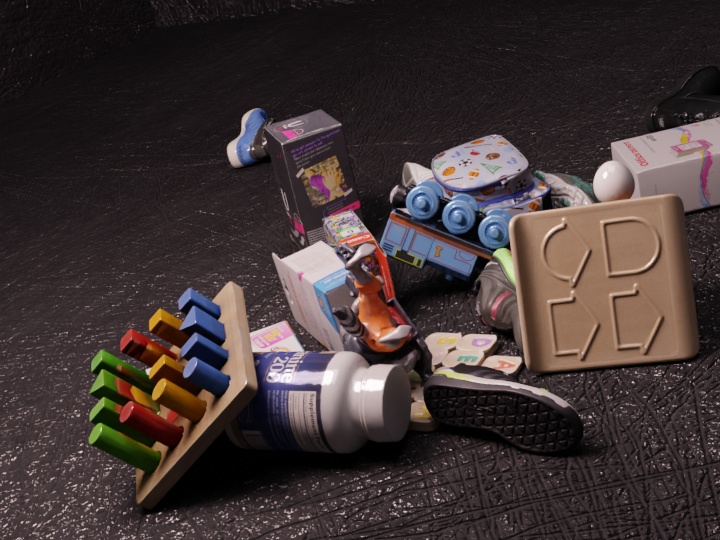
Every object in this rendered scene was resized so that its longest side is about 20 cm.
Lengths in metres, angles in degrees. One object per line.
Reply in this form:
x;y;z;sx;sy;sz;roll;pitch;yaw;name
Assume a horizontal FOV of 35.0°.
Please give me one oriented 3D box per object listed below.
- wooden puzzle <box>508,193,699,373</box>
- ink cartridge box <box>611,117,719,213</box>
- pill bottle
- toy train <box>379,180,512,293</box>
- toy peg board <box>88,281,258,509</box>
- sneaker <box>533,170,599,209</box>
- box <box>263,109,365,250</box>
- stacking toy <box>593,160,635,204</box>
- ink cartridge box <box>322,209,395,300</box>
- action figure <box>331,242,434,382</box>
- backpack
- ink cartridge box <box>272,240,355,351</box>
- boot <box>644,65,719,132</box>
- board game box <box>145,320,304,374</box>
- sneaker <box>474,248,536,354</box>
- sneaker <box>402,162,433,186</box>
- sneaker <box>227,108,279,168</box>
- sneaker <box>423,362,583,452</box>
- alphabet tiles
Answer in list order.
0.280;0.016;1.315;0.197;0.188;0.046;-7;3;11;wooden puzzle
0.485;-0.152;1.685;0.197;0.086;0.145;-14;23;2;ink cartridge box
-0.048;0.146;1.276;0.198;0.112;0.111;-2;26;26;pill bottle
0.124;-0.045;1.553;0.198;0.116;0.087;22;15;6;toy train
-0.221;0.119;1.284;0.199;0.097;0.201;-48;30;18;toy peg board
0.327;-0.100;1.676;0.090;0.079;0.200;-4;28;-17;sneaker
-0.071;-0.136;1.811;0.105;0.202;0.122;-18;23;-13;box
0.307;-0.034;1.371;0.144;0.202;0.146;-12;23;5;stacking toy
0.000;0.000;1.581;0.050;0.110;0.200;-17;23;-8;ink cartridge box
0.000;0.050;1.322;0.104;0.194;0.201;-30;67;-17;action figure
0.172;-0.096;1.668;0.189;0.155;0.200;-26;27;-4;backpack
-0.041;0.036;1.507;0.067;0.116;0.200;-25;25;-16;ink cartridge box
0.595;-0.280;1.926;0.197;0.074;0.162;-33;27;-23;boot
-0.164;0.140;1.446;0.198;0.041;0.153;-19;24;-11;board game box
0.192;0.053;1.428;0.084;0.077;0.201;-45;25;17;sneaker
0.124;-0.127;1.870;0.079;0.071;0.200;-5;23;-19;sneaker
-0.196;-0.284;2.366;0.110;0.077;0.201;-11;27;20;sneaker
0.159;0.133;1.232;0.198;0.073;0.083;13;31;36;sneaker
0.086;0.129;1.366;0.193;0.015;0.200;2;27;32;alphabet tiles
